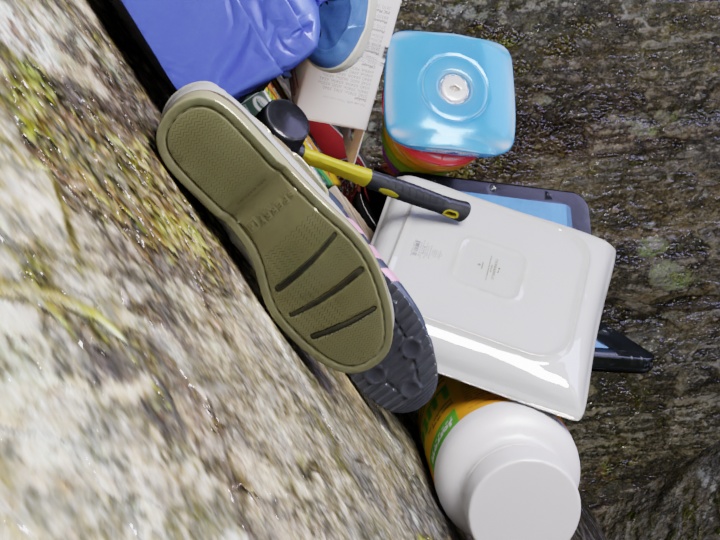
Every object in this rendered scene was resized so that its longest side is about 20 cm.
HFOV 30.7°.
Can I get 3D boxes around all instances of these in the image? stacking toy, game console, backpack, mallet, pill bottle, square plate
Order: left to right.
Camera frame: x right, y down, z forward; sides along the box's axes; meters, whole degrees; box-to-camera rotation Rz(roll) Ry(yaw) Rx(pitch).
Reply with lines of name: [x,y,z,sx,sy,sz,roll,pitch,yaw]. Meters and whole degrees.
backpack: [-0.090,-0.206,0.891,0.164,0.166,0.200,63,0,-16]
mallet: [-0.007,-0.068,1.004,0.198,0.066,0.042,23,49,-32]
stacking toy: [0.056,-0.120,1.178,0.200,0.114,0.111,127,-34,-68]
square plate: [0.097,0.008,1.025,0.201,0.196,0.029,-67,175,-46]
pill bottle: [0.106,0.140,1.010,0.112,0.110,0.200,56,5,-17]
game console: [0.132,0.001,1.089,0.176,0.197,0.118,-140,-123,-66]

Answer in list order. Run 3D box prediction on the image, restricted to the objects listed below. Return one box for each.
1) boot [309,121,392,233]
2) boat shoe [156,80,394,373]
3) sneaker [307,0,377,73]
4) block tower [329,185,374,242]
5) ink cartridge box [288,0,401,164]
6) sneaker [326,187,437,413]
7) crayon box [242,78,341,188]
boot: [-0.010,-0.092,1.245,0.201,0.072,0.145,58,-15,20]
boat shoe: [-0.044,-0.030,0.785,0.201,0.074,0.069,56,11,-20]
sneaker: [-0.037,-0.254,0.981,0.111,0.076,0.203,-3,99,-64]
block tower: [0.000,0.000,1.141,0.058,0.054,0.200,60,5,30]
ink cartridge box: [-0.017,-0.201,1.131,0.067,0.202,0.116,10,27,-11]
sneaker: [-0.007,0.006,0.940,0.201,0.070,0.082,58,9,-11]
crayon box: [-0.073,-0.114,1.128,0.128,0.050,0.200,58,5,-2]
